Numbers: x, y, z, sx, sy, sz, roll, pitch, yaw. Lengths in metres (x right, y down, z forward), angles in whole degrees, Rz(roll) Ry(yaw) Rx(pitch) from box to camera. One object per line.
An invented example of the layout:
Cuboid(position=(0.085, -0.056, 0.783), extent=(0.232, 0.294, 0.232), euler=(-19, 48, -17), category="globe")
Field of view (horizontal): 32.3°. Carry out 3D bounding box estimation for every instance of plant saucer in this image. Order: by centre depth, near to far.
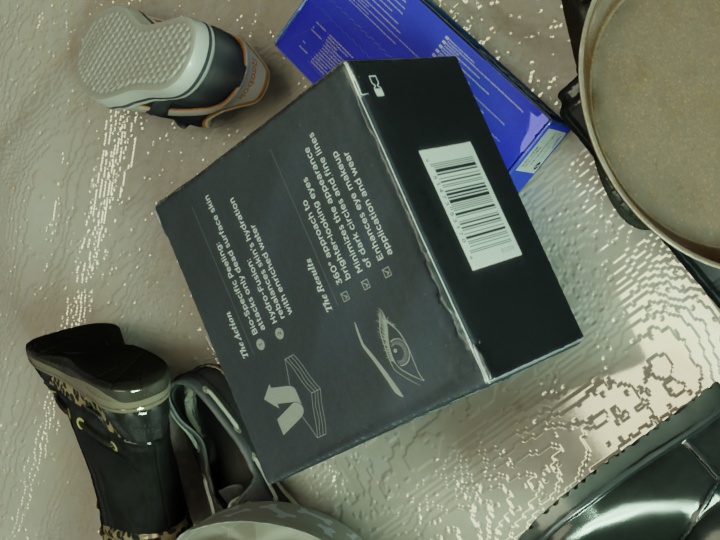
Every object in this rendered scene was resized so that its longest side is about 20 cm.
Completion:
Cuboid(position=(0.205, -0.094, 0.695), extent=(0.034, 0.198, 0.203), euler=(150, 111, -70), category="plant saucer")

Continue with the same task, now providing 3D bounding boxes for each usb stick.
Cuboid(position=(0.193, -0.038, 0.719), extent=(0.055, 0.033, 0.200), euler=(-40, 93, 7), category="usb stick")

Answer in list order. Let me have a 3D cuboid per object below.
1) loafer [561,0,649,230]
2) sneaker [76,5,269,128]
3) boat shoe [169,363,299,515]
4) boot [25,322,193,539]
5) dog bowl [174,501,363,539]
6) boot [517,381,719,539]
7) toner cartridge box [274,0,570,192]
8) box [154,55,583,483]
Cuboid(position=(0.167, -0.126, 0.761), extent=(0.072, 0.071, 0.202), euler=(-11, 97, 8), category="loafer")
Cuboid(position=(-0.143, -0.148, 0.926), extent=(0.199, 0.079, 0.079), euler=(20, 92, 52), category="sneaker")
Cuboid(position=(-0.090, 0.163, 0.888), extent=(0.072, 0.063, 0.202), euler=(-26, 76, 25), category="boat shoe")
Cuboid(position=(-0.185, 0.125, 0.926), extent=(0.199, 0.073, 0.152), euler=(14, 118, 54), category="boot")
Cuboid(position=(-0.060, 0.247, 0.836), extent=(0.198, 0.059, 0.203), euler=(3, 105, 11), category="dog bowl")
Cuboid(position=(0.205, 0.188, 0.700), extent=(0.164, 0.066, 0.201), euler=(-35, 73, -6), category="boot")
Cuboid(position=(0.038, -0.126, 0.839), extent=(0.200, 0.043, 0.095), euler=(47, 108, 21), category="toner cartridge box")
Cuboid(position=(0.000, 0.000, 0.781), extent=(0.199, 0.117, 0.198), euler=(-30, 80, 39), category="box")
